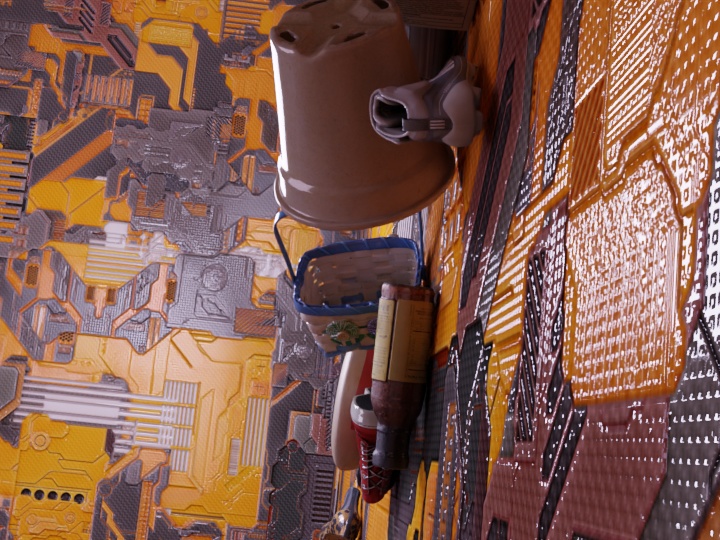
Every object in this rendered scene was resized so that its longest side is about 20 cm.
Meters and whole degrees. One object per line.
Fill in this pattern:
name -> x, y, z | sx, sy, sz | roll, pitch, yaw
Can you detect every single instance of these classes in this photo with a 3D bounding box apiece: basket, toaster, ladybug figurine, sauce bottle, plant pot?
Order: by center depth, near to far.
plant pot -> -0.011, -0.173, 1.073 | 0.201, 0.198, 0.185 | -87, -12, -52
sauce bottle -> 0.042, 0.116, 1.156 | 0.066, 0.065, 0.202 | -167, 85, -87
toaster -> 0.048, -0.255, 1.234 | 0.200, 0.112, 0.131 | 15, -102, -76
basket -> 0.000, 0.000, 1.266 | 0.140, 0.174, 0.202 | -87, -15, -58
ladybug figurine -> 0.009, 0.184, 1.474 | 0.136, 0.071, 0.202 | 67, -149, -68

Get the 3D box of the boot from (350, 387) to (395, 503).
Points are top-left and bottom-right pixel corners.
boot -> 0.022, 0.228, 1.317 | 0.200, 0.072, 0.146 | 29, -113, -84

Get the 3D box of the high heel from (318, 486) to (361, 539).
high heel -> -0.045, 0.513, 1.921 | 0.143, 0.071, 0.202 | -72, -1, -73

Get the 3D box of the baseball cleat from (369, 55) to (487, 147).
baseball cleat -> 0.061, -0.162, 0.973 | 0.200, 0.105, 0.071 | -87, -1, -74

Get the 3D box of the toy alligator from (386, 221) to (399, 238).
toy alligator -> 0.066, -0.117, 1.355 | 0.054, 0.059, 0.202 | -14, -63, -50

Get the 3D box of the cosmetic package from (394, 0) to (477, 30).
cosmetic package -> 0.080, -0.341, 1.045 | 0.200, 0.102, 0.088 | 105, 170, -63
